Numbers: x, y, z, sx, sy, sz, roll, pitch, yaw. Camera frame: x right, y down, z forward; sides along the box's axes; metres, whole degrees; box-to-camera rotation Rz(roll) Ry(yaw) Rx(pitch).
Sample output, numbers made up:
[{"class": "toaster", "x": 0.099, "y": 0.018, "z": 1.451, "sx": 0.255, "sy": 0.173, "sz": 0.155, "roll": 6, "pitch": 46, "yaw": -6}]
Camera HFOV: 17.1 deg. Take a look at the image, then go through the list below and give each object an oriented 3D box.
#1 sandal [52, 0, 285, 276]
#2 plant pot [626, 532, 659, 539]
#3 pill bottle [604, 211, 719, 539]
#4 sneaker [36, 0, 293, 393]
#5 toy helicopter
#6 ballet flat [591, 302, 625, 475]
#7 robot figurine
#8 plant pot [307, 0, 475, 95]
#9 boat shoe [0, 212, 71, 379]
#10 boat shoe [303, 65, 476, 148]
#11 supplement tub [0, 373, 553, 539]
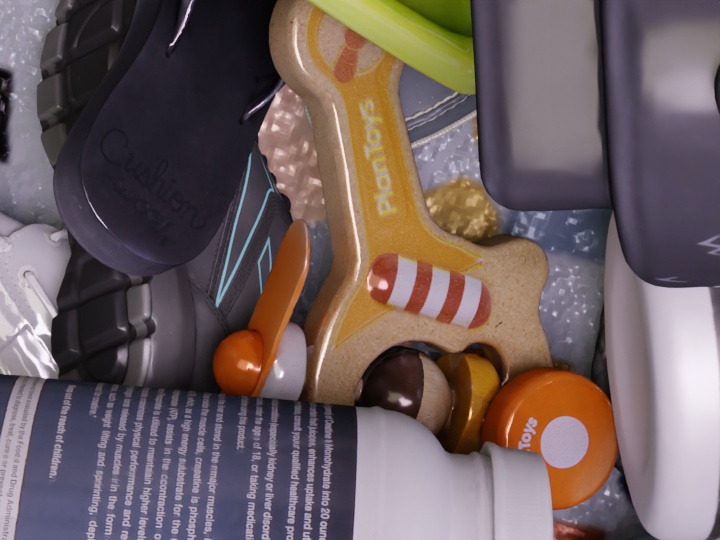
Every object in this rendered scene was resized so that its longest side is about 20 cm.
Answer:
[{"class": "sandal", "x": -0.043, "y": -0.088, "z": 0.815, "sx": 0.043, "sy": 0.076, "sz": 0.201, "roll": -22, "pitch": 45, "yaw": 47}, {"class": "plant pot", "x": 0.123, "y": 0.161, "z": 0.783, "sx": 0.201, "sy": 0.200, "sz": 0.135, "roll": -55, "pitch": 47, "yaw": 9}, {"class": "pill bottle", "x": 0.182, "y": 0.022, "z": 0.752, "sx": 0.198, "sy": 0.112, "sz": 0.113, "roll": -5, "pitch": 92, "yaw": -2}, {"class": "sneaker", "x": -0.068, "y": -0.032, "z": 0.858, "sx": 0.075, "sy": 0.079, "sz": 0.202, "roll": -20, "pitch": 64, "yaw": 45}, {"class": "toy helicopter", "x": 0.000, "y": 0.000, "z": 0.801, "sx": 0.131, "sy": 0.079, "sz": 0.202, "roll": -16, "pitch": 100, "yaw": -19}, {"class": "ballet flat", "x": 0.120, "y": -0.024, "z": 0.824, "sx": 0.066, "sy": 0.057, "sz": 0.202, "roll": 8, "pitch": 94, "yaw": 13}, {"class": "robot figurine", "x": 0.132, "y": -0.055, "z": 0.660, "sx": 0.198, "sy": 0.151, "sz": 0.125, "roll": -2, "pitch": 135, "yaw": 10}, {"class": "plant pot", "x": 0.039, "y": -0.201, "z": 0.722, "sx": 0.199, "sy": 0.198, "sz": 0.183, "roll": -27, "pitch": 49, "yaw": 35}, {"class": "boat shoe", "x": -0.117, "y": 0.021, "z": 0.873, "sx": 0.068, "sy": 0.072, "sz": 0.201, "roll": -29, "pitch": 84, "yaw": -4}, {"class": "boat shoe", "x": 0.054, "y": -0.113, "z": 0.832, "sx": 0.200, "sy": 0.062, "sz": 0.073, "roll": -39, "pitch": 87, "yaw": 11}, {"class": "supplement tub", "x": -0.048, "y": 0.107, "z": 0.726, "sx": 0.198, "sy": 0.140, "sz": 0.142, "roll": 5, "pitch": 94, "yaw": -2}]
